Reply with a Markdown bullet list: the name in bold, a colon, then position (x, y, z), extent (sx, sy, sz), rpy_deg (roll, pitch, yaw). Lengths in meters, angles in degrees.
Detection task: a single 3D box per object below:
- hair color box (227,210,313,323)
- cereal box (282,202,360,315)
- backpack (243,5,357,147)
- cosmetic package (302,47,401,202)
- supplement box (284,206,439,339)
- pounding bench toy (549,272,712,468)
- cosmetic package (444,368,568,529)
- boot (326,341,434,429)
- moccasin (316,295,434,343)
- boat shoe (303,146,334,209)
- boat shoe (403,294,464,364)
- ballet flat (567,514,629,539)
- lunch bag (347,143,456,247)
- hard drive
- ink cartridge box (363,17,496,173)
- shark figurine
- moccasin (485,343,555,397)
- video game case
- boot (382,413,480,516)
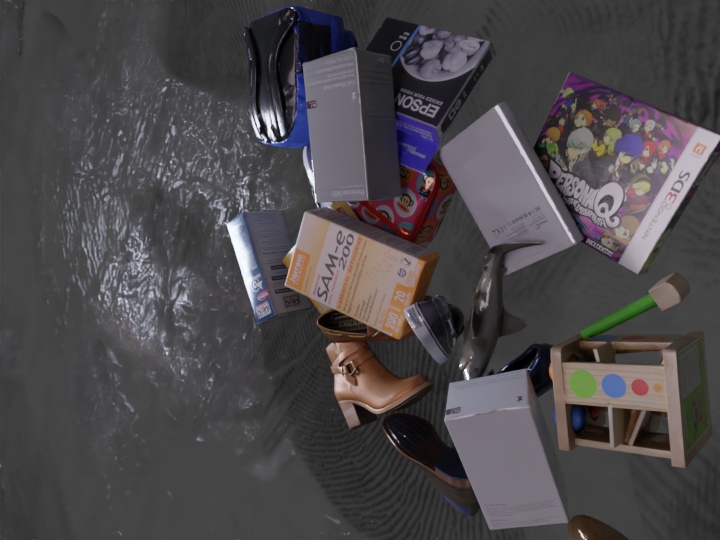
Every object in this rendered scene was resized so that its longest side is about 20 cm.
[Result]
- **hair color box**: position (-0.170, -0.009, 1.147), extent (0.060, 0.100, 0.201), rpy_deg (-27, 77, 40)
- **cereal box**: position (-0.043, -0.010, 1.027), extent (0.144, 0.039, 0.200), rpy_deg (53, 141, 5)
- **backpack**: position (-0.088, -0.300, 0.988), extent (0.162, 0.167, 0.201), rpy_deg (12, 101, 56)
- **cosmetic package**: position (-0.011, -0.197, 0.863), extent (0.107, 0.090, 0.201), rpy_deg (0, 97, 40)
- **supplement box**: position (0.000, 0.000, 0.905), extent (0.200, 0.073, 0.126), rpy_deg (23, 109, 18)
- **pounding bench toy**: position (0.310, 0.106, 0.726), extent (0.156, 0.124, 0.201), rpy_deg (-4, 93, 42)
- **cosmetic package**: position (0.195, 0.239, 0.804), extent (0.113, 0.081, 0.200), rpy_deg (-13, 112, 20)
- **boot**: position (0.021, 0.167, 1.025), extent (0.200, 0.074, 0.155), rpy_deg (-31, 69, 34)
- **moccasin**: position (0.025, 0.072, 0.981), extent (0.201, 0.078, 0.074), rpy_deg (-5, 69, 26)
- **boat shoe**: position (-0.056, -0.129, 1.054), extent (0.057, 0.068, 0.200), rpy_deg (-39, 70, 48)
- **boat shoe**: position (0.117, 0.079, 0.870), extent (0.068, 0.200, 0.072), rpy_deg (-29, 64, 6)
- **ballet flat**: position (0.342, 0.396, 0.769), extent (0.200, 0.072, 0.068), rpy_deg (40, 119, 31)
- **lunch bag**: position (0.045, -0.126, 0.963), extent (0.200, 0.082, 0.177), rpy_deg (42, 124, 32)
- **hard drive**: position (0.194, -0.104, 0.816), extent (0.132, 0.026, 0.200), rpy_deg (-32, 85, 55)
- **ink cartridge box**: position (0.064, -0.264, 0.893), extent (0.198, 0.043, 0.200), rpy_deg (30, 87, 34)
- **shark figurine**: position (0.197, 0.049, 0.854), extent (0.089, 0.128, 0.215), rpy_deg (13, 106, 6)
- **moccasin**: position (0.199, 0.162, 0.857), extent (0.200, 0.068, 0.081), rpy_deg (-51, 28, 25)
- **video game case**: position (0.307, -0.122, 0.757), extent (0.200, 0.036, 0.182), rpy_deg (38, 120, 32)
- **boot**: position (0.108, 0.302, 0.951), extent (0.200, 0.075, 0.097), rpy_deg (25, 136, 50)
